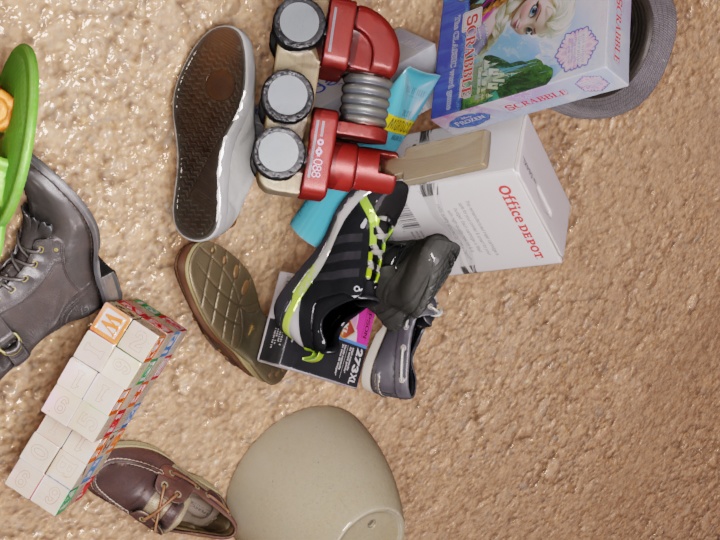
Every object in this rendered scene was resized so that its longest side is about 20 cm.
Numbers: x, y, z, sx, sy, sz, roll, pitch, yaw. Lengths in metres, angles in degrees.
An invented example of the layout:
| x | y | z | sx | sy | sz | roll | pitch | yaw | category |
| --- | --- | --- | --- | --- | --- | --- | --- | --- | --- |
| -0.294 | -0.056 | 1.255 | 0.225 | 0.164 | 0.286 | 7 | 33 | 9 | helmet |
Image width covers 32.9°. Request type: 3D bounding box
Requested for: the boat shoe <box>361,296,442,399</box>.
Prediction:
| x | y | z | sx | sy | sz | roll | pitch | yaw | category |
| --- | --- | --- | --- | --- | --- | --- | --- | --- | --- |
| 0.067 | 0.051 | 1.371 | 0.073 | 0.063 | 0.200 | 35 | 75 | -58 | boat shoe |

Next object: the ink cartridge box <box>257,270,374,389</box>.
| x | y | z | sx | sy | sz | roll | pitch | yaw | category |
| --- | --- | --- | --- | --- | --- | --- | --- | --- | --- |
| -0.033 | 0.069 | 1.299 | 0.200 | 0.037 | 0.095 | 26 | 76 | -59 | ink cartridge box |

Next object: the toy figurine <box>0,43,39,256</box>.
| x | y | z | sx | sy | sz | roll | pitch | yaw | category |
| --- | --- | --- | --- | --- | --- | --- | --- | --- | --- |
| -0.363 | -0.094 | 0.940 | 0.184 | 0.150 | 0.200 | 8 | 104 | -29 | toy figurine |

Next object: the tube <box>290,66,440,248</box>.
| x | y | z | sx | sy | sz | roll | pitch | yaw | category |
| --- | --- | --- | --- | --- | --- | --- | --- | --- | --- |
| 0.006 | -0.112 | 1.184 | 0.200 | 0.050 | 0.077 | -55 | 166 | 16 | tube |

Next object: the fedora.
| x | y | z | sx | sy | sz | roll | pitch | yaw | category |
| --- | --- | --- | --- | --- | --- | --- | --- | --- | --- |
| 0.241 | -0.262 | 1.344 | 0.200 | 0.090 | 0.177 | 0 | 111 | -31 | fedora |

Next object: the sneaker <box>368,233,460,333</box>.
| x | y | z | sx | sy | sz | roll | pitch | yaw | category |
| --- | --- | --- | --- | --- | --- | --- | --- | --- | --- |
| 0.033 | 0.003 | 1.230 | 0.091 | 0.200 | 0.076 | 36 | 65 | -4 | sneaker |

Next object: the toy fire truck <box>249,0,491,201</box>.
| x | y | z | sx | sy | sz | roll | pitch | yaw | category |
| --- | --- | --- | --- | --- | --- | --- | --- | --- | --- |
| 0.011 | -0.145 | 1.085 | 0.200 | 0.129 | 0.176 | 9 | 87 | -7 | toy fire truck |

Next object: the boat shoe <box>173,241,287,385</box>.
| x | y | z | sx | sy | sz | roll | pitch | yaw | category |
| --- | --- | --- | --- | --- | --- | --- | --- | --- | --- |
| -0.138 | 0.045 | 1.221 | 0.072 | 0.067 | 0.200 | -62 | 143 | -28 | boat shoe |

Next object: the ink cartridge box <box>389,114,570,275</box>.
| x | y | z | sx | sy | sz | roll | pitch | yaw | category |
| --- | --- | --- | --- | --- | --- | --- | --- | --- | --- |
| 0.099 | -0.071 | 1.256 | 0.146 | 0.200 | 0.084 | 55 | 38 | -42 | ink cartridge box |

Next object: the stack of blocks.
| x | y | z | sx | sy | sz | roll | pitch | yaw | category |
| --- | --- | --- | --- | --- | --- | --- | --- | --- | --- |
| -0.251 | 0.127 | 1.147 | 0.200 | 0.059 | 0.115 | -58 | 176 | 3 | stack of blocks |

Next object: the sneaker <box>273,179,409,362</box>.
| x | y | z | sx | sy | sz | roll | pitch | yaw | category |
| --- | --- | --- | --- | --- | --- | --- | --- | --- | --- |
| 0.000 | 0.000 | 1.173 | 0.200 | 0.083 | 0.072 | -56 | 148 | 6 | sneaker |

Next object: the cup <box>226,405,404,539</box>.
| x | y | z | sx | sy | sz | roll | pitch | yaw | category |
| --- | --- | --- | --- | --- | --- | --- | --- | --- | --- |
| -0.032 | 0.276 | 1.384 | 0.200 | 0.143 | 0.201 | -19 | 124 | -30 | cup |

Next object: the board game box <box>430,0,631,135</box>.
| x | y | z | sx | sy | sz | roll | pitch | yaw | category |
| --- | --- | --- | --- | --- | --- | --- | --- | --- | --- |
| 0.163 | -0.246 | 1.165 | 0.041 | 0.199 | 0.200 | 26 | 62 | -43 | board game box |

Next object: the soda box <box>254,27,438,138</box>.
| x | y | z | sx | sy | sz | roll | pitch | yaw | category |
| --- | --- | --- | --- | --- | --- | --- | --- | --- | --- |
| -0.013 | -0.164 | 1.215 | 0.200 | 0.063 | 0.068 | -31 | 130 | -21 | soda box |

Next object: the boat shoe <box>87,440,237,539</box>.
| x | y | z | sx | sy | sz | roll | pitch | yaw | category |
| --- | --- | --- | --- | --- | --- | --- | --- | --- | --- |
| -0.204 | 0.239 | 1.276 | 0.072 | 0.072 | 0.200 | -53 | 134 | -2 | boat shoe |

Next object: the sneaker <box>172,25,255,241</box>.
| x | y | z | sx | sy | sz | roll | pitch | yaw | category |
| --- | --- | --- | --- | --- | --- | --- | --- | --- | --- |
| -0.133 | -0.130 | 1.153 | 0.085 | 0.073 | 0.200 | -21 | 124 | -70 | sneaker |

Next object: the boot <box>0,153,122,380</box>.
| x | y | z | sx | sy | sz | roll | pitch | yaw | category |
| --- | --- | --- | --- | --- | --- | --- | --- | --- | --- |
| -0.311 | 0.011 | 1.072 | 0.174 | 0.069 | 0.200 | -34 | 132 | -20 | boot |
